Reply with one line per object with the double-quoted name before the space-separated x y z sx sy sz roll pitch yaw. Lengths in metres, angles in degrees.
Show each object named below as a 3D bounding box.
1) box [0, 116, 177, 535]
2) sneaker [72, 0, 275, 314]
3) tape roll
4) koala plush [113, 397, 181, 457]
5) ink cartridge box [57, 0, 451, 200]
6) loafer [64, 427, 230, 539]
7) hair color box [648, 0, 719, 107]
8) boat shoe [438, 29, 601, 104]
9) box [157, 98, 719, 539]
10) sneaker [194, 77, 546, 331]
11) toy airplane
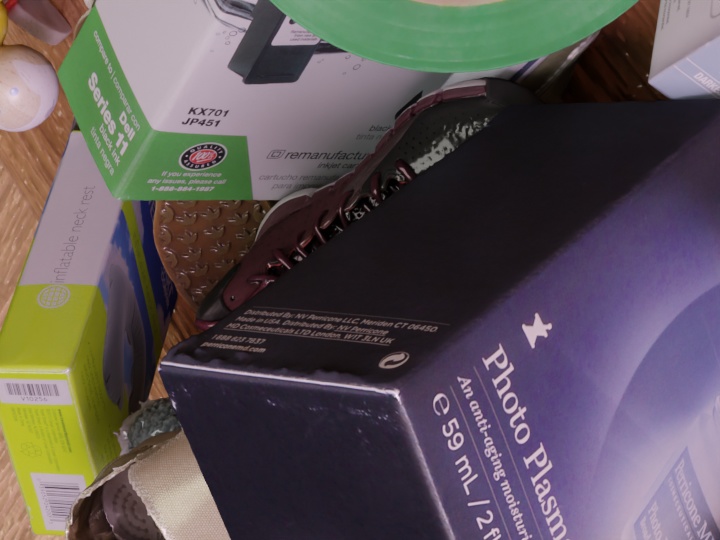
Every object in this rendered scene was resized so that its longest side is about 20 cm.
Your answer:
"box" -0.137 0.023 1.006 0.048 0.200 0.122 1 133 8
"sneaker" -0.081 -0.071 1.003 0.067 0.090 0.201 -13 123 16
"tape roll" 0.035 -0.173 0.702 0.048 0.200 0.201 -113 27 -64
"koala plush" -0.031 0.142 0.921 0.177 0.184 0.201 -11 98 46
"ink cartridge box" -0.022 -0.124 0.849 0.200 0.146 0.083 -54 50 40
"loafer" -0.051 0.093 0.798 0.200 0.068 0.076 -26 95 47
"hair color box" 0.191 -0.129 0.664 0.200 0.061 0.099 -33 35 47
"boat shoe" 0.058 -0.056 0.869 0.062 0.072 0.200 41 138 3
"box" 0.066 0.069 0.696 0.123 0.198 0.200 3 122 46
"sneaker" 0.000 0.000 0.820 0.076 0.116 0.200 48 139 -8
"toy airplane" -0.202 -0.130 1.024 0.141 0.199 0.200 53 152 11
